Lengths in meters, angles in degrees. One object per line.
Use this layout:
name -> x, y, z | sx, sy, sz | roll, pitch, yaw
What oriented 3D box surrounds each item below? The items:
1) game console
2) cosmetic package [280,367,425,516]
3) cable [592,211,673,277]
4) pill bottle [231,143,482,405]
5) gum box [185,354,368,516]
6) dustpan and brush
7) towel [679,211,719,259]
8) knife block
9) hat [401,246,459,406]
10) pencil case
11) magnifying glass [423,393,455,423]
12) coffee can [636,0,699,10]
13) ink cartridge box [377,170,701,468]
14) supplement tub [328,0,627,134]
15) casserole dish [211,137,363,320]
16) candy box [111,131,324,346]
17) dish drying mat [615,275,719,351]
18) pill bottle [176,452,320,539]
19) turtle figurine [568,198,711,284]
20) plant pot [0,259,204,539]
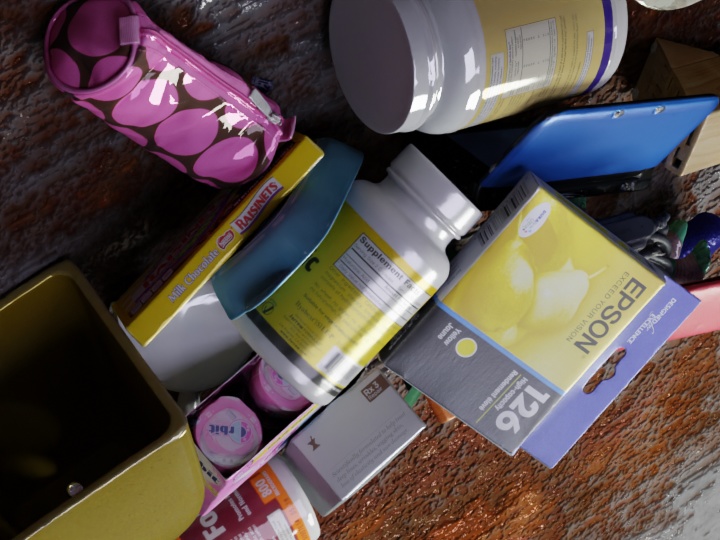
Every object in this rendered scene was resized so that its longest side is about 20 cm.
game console -> 0.163, -0.122, 1.717 | 0.199, 0.171, 0.119 | -7, 123, -36
cosmetic package -> -0.010, 0.154, 1.823 | 0.102, 0.074, 0.200 | -40, 177, -10
cable -> 0.172, 0.018, 1.757 | 0.199, 0.051, 0.164 | -18, 147, -15
pill bottle -> 0.000, 0.000, 1.636 | 0.200, 0.111, 0.111 | -46, 142, 3
gum box -> -0.072, 0.107, 1.742 | 0.200, 0.066, 0.114 | -40, 173, -26
dustpan and brush -> -0.142, 0.073, 1.738 | 0.139, 0.057, 0.201 | -12, 128, -16
towel -> 0.255, 0.019, 1.988 | 0.199, 0.050, 0.148 | -34, 167, -14
knife block -> 0.338, -0.140, 1.842 | 0.174, 0.200, 0.064 | 13, 118, -13
hat -> 0.024, -0.001, 1.823 | 0.200, 0.176, 0.166 | -56, 175, 37
pencil case -> -0.137, -0.132, 1.507 | 0.200, 0.093, 0.091 | 28, 67, -52
magnifying glass -> 0.031, 0.034, 1.715 | 0.079, 0.022, 0.201 | -29, 101, -12
coffee can -> 0.192, -0.307, 1.533 | 0.146, 0.200, 0.147 | -23, 138, -22
ink cartridge box -> 0.149, 0.051, 1.684 | 0.199, 0.047, 0.198 | 35, 105, -19
supplement tub -> 0.091, -0.188, 1.603 | 0.199, 0.145, 0.146 | -17, 136, -28
casserole dish -> -0.061, -0.040, 1.615 | 0.039, 0.200, 0.121 | 44, 120, -12
candy box -> -0.112, -0.029, 1.598 | 0.026, 0.102, 0.200 | 44, 87, -13
dish drying mat -> 0.243, 0.041, 1.778 | 0.199, 0.018, 0.077 | -11, 145, -26
pill bottle -> -0.146, 0.241, 1.835 | 0.199, 0.114, 0.115 | -32, 141, -13
turtle figurine -> 0.206, -0.036, 1.850 | 0.199, 0.150, 0.101 | 15, 125, -19
plant pot -> -0.234, 0.155, 1.626 | 0.195, 0.194, 0.200 | -35, 147, -9
